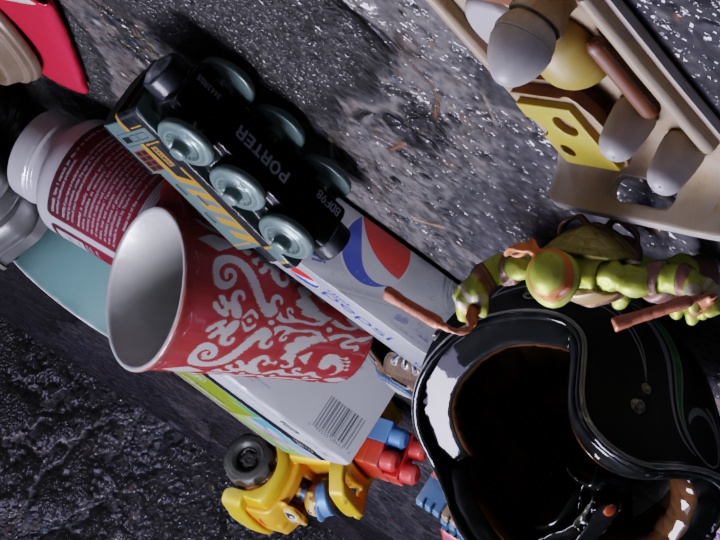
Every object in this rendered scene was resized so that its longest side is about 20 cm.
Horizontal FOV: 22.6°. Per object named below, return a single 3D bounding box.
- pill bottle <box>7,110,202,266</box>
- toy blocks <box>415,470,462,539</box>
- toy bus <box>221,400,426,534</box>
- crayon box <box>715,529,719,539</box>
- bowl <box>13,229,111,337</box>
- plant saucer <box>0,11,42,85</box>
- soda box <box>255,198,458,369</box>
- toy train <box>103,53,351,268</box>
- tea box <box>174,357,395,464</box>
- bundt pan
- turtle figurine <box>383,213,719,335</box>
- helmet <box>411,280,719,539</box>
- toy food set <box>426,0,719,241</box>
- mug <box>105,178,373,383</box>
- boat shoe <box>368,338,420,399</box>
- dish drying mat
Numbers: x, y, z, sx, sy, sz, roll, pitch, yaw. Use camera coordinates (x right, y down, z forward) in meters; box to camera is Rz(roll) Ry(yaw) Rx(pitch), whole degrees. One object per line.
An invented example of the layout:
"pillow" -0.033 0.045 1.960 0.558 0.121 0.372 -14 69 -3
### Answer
"pill bottle" -0.216 -0.066 1.619 0.199 0.113 0.113 29 166 22
"toy blocks" 0.104 0.180 1.656 0.099 0.137 0.200 31 166 12
"toy bus" -0.030 0.206 1.964 0.190 0.201 0.136 19 163 24
"crayon box" 0.302 0.189 1.382 0.118 0.059 0.200 27 165 27
"bowl" -0.258 -0.015 1.850 0.200 0.105 0.201 37 -176 -3
"plant saucer" -0.354 -0.225 1.531 0.200 0.030 0.200 39 169 9
"soda box" 0.000 0.000 1.435 0.199 0.064 0.068 36 168 -6
"toy train" -0.094 -0.078 1.312 0.200 0.086 0.113 44 153 -26
"tea box" -0.085 0.075 1.746 0.199 0.134 0.196 38 167 -16
"bundt pan" -0.355 -0.107 1.721 0.203 0.075 0.203 58 -164 -27
"turtle figurine" 0.125 0.001 1.012 0.198 0.065 0.161 -3 178 33
"helmet" 0.137 0.099 1.185 0.200 0.199 0.192 51 -168 -51
"toy food set" 0.093 -0.088 0.914 0.200 0.061 0.143 44 164 -34
"mug" -0.090 0.008 1.502 0.198 0.180 0.133 11 -179 -34
"boat shoe" 0.055 0.082 1.572 0.072 0.073 0.199 42 165 -27
"dish drying mat" -0.268 -0.199 1.480 0.076 0.018 0.200 32 166 7
